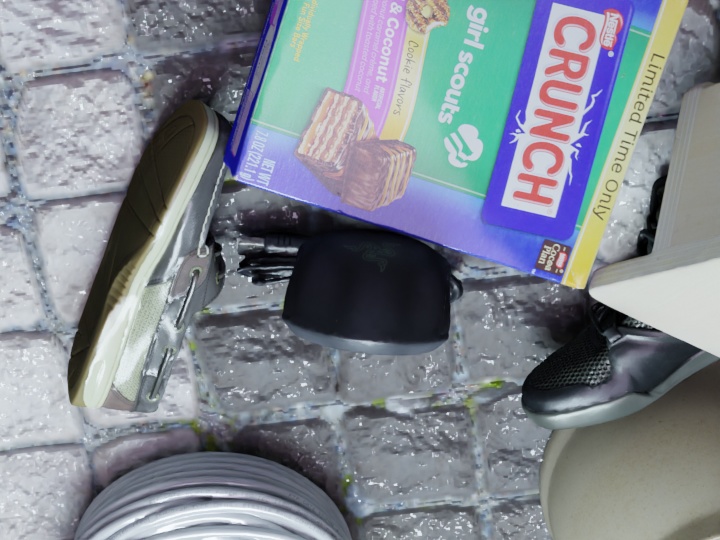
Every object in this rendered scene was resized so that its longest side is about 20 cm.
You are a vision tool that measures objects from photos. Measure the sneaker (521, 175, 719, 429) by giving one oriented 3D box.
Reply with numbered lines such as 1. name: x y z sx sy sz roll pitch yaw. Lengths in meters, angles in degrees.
1. sneaker: 0.169 0.011 0.926 0.198 0.076 0.115 -29 115 10

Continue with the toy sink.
1. toy sink: 0.231 -0.032 0.805 0.129 0.113 0.199 23 159 -24

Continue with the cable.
1. cable: -0.096 0.211 1.032 0.198 0.069 0.201 -24 119 11

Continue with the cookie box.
1. cookie box: 0.048 -0.102 0.831 0.198 0.075 0.173 16 100 -12

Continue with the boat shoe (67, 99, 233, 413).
1. boat shoe: -0.110 -0.003 0.913 0.065 0.072 0.202 15 115 -26

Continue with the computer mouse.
1. computer mouse: 0.000 0.000 0.854 0.137 0.200 0.053 7 99 -4

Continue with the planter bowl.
1. planter bowl: 0.217 0.168 0.981 0.198 0.135 0.202 -1 121 -2
